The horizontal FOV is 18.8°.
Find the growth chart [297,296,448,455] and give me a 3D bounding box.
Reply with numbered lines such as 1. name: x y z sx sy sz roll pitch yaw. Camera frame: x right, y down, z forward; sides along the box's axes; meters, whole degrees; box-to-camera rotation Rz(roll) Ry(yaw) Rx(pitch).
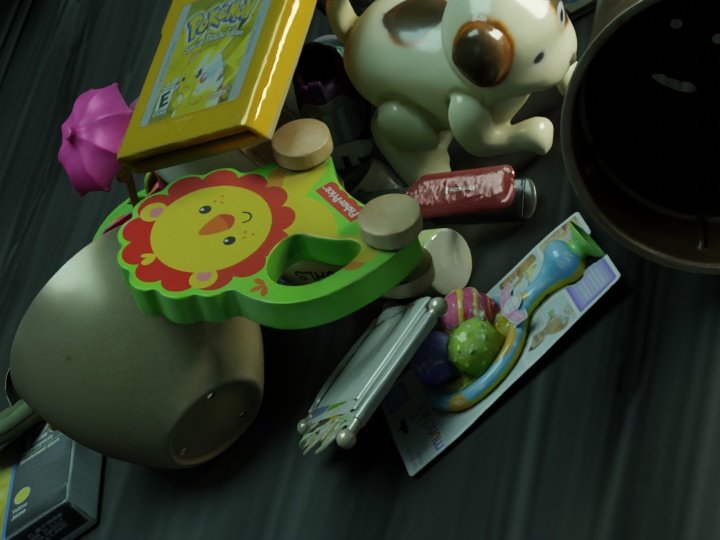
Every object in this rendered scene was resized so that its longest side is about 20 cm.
1. growth chart: 0.002 0.075 1.552 0.145 0.018 0.200 -54 8 -9

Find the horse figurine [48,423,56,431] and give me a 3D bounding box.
1. horse figurine: -0.197 0.054 1.786 0.200 0.133 0.050 -33 51 -27

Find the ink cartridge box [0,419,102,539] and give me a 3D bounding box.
1. ink cartridge box: -0.303 0.191 1.871 0.197 0.047 0.200 -36 30 20

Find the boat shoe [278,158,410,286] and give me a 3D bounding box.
1. boat shoe: -0.046 -0.032 1.775 0.200 0.069 0.071 -33 29 24

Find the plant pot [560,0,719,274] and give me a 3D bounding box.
1. plant pot: 0.226 -0.132 1.401 0.200 0.200 0.198 -35 21 21

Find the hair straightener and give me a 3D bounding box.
1. hair straightener: 0.047 -0.041 1.662 0.199 0.077 0.041 -11 69 31

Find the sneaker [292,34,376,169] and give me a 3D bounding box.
1. sneaker: -0.022 -0.164 1.774 0.074 0.088 0.200 -14 31 3

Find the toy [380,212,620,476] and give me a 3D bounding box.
1. toy: 0.084 0.039 1.515 0.200 0.047 0.115 -41 25 9

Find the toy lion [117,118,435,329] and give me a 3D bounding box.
1. toy lion: -0.073 -0.018 1.583 0.191 0.069 0.200 -30 43 -18

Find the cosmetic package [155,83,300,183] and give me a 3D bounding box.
1. cosmetic package: -0.084 -0.114 1.831 0.071 0.105 0.200 -48 3 31

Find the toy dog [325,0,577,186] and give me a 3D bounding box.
1. toy dog: 0.086 -0.173 1.657 0.140 0.194 0.200 -49 17 -27

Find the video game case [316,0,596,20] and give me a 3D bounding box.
1. video game case: 0.066 -0.235 1.770 0.200 0.181 0.026 -25 42 36

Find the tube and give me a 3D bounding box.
1. tube: 0.000 0.000 1.675 0.052 0.058 0.200 -27 16 -40

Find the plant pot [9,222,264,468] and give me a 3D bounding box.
1. plant pot: -0.151 0.074 1.685 0.200 0.200 0.134 -46 60 0

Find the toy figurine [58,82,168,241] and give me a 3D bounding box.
1. toy figurine: -0.179 -0.093 1.887 0.200 0.184 0.150 -40 50 -14

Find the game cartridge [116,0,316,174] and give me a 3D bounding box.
1. game cartridge: -0.103 -0.179 1.687 0.176 0.032 0.201 -11 57 49

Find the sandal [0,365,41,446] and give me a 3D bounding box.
1. sandal: -0.284 0.095 1.912 0.080 0.057 0.201 -34 5 36
